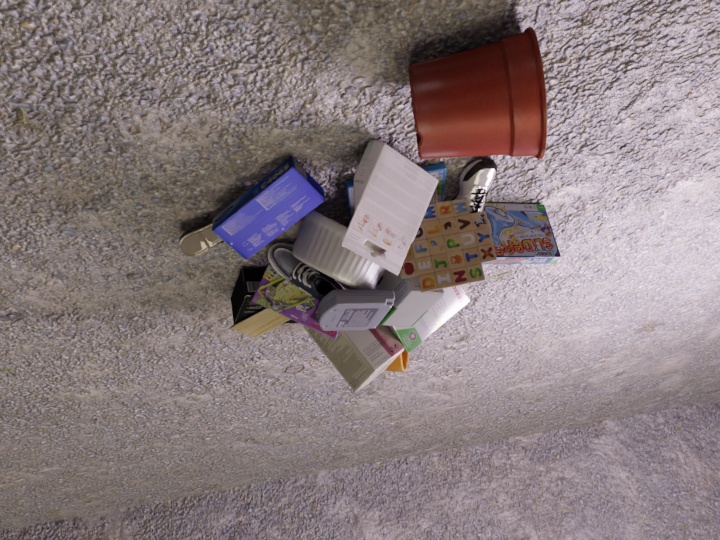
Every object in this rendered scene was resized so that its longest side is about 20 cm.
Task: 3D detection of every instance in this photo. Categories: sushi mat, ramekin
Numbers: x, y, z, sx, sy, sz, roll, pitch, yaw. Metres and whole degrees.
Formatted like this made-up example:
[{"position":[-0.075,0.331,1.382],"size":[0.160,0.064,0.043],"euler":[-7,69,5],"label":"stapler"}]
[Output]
[{"position":[-0.196,0.105,1.617],"size":[0.199,0.012,0.095],"euler":[-28,148,26],"label":"sushi mat"},{"position":[-0.038,-0.035,1.385],"size":[0.200,0.200,0.098],"euler":[25,92,-48],"label":"ramekin"}]

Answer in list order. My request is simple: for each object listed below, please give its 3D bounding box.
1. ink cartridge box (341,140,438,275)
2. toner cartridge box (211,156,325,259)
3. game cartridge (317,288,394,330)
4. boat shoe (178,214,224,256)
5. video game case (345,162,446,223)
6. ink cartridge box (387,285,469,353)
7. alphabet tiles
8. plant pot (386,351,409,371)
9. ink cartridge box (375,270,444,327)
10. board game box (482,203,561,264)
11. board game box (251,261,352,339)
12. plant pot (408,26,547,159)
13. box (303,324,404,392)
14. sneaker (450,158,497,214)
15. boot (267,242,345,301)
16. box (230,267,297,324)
[{"position":[0.045,-0.114,1.303],"size":[0.160,0.202,0.050],"euler":[26,176,-40],"label":"ink cartridge box"},{"position":[-0.171,-0.113,1.308],"size":[0.199,0.043,0.095],"euler":[-35,125,16],"label":"toner cartridge box"},{"position":[-0.017,0.079,1.397],"size":[0.132,0.041,0.200],"euler":[-4,162,-13],"label":"game cartridge"},{"position":[-0.263,-0.087,1.382],"size":[0.198,0.057,0.067],"euler":[-20,115,6],"label":"boat shoe"},{"position":[0.072,-0.151,1.428],"size":[0.198,0.018,0.144],"euler":[-11,150,-3],"label":"video game case"},{"position":[0.136,0.066,1.624],"size":[0.199,0.087,0.146],"euler":[-37,118,-13],"label":"ink cartridge box"},{"position":[0.163,-0.051,1.376],"size":[0.198,0.168,0.006],"euler":[-10,174,-11],"label":"alphabet tiles"},{"position":[0.025,0.152,1.787],"size":[0.181,0.202,0.201],"euler":[0,153,11],"label":"plant pot"},{"position":[0.087,-0.005,1.468],"size":[0.082,0.202,0.147],"euler":[5,146,-25],"label":"ink cartridge box"},{"position":[0.326,-0.080,1.532],"size":[0.198,0.137,0.035],"euler":[-1,154,-21],"label":"board game box"},{"position":[-0.120,0.053,1.526],"size":[0.198,0.121,0.032],"euler":[25,171,-3],"label":"board game box"},{"position":[0.179,-0.263,1.112],"size":[0.193,0.203,0.201],"euler":[-7,152,6],"label":"plant pot"},{"position":[-0.017,0.153,1.616],"size":[0.109,0.200,0.128],"euler":[-31,166,-36],"label":"box"},{"position":[0.229,-0.140,1.435],"size":[0.073,0.081,0.201],"euler":[1,139,-20],"label":"sneaker"},{"position":[-0.108,0.007,1.471],"size":[0.199,0.073,0.090],"euler":[34,175,-2],"label":"boot"},{"position":[-0.188,0.060,1.632],"size":[0.198,0.079,0.141],"euler":[0,147,-23],"label":"box"}]
